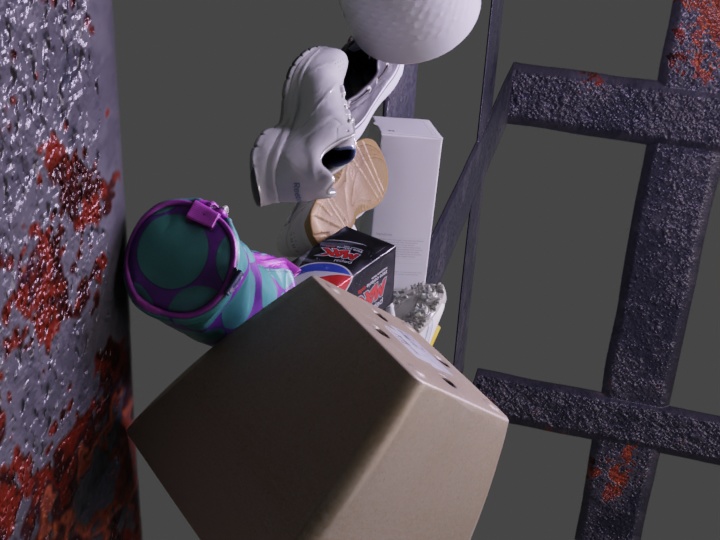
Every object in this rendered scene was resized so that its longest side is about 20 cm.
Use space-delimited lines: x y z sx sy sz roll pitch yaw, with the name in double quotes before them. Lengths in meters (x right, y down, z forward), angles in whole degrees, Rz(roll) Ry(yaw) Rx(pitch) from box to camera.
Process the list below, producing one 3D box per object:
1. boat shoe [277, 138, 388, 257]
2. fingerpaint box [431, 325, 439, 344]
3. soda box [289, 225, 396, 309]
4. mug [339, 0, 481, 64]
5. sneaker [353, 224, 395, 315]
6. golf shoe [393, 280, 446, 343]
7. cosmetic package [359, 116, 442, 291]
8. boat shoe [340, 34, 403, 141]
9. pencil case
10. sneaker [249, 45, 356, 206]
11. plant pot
"boat shoe" -0.032 -0.077 1.179 0.071 0.069 0.200 61 35 -17
"fingerpaint box" 0.016 0.157 1.398 0.168 0.073 0.200 -62 176 25
"soda box" -0.047 0.034 1.038 0.199 0.063 0.072 -36 138 -45
"mug" 0.031 -0.340 1.129 0.176 0.146 0.202 63 7 -59
"sneaker" 0.000 0.000 1.194 0.073 0.071 0.202 22 39 -39
"golf shoe" 0.041 0.103 1.251 0.201 0.078 0.098 -53 132 -29
"cosmetic package" 0.046 -0.086 1.430 0.108 0.084 0.203 -106 -159 -69
"boat shoe" -0.002 -0.219 1.214 0.067 0.069 0.201 89 23 -47
"pencil case" -0.104 0.009 0.848 0.093 0.085 0.200 -52 166 -3
"sneaker" -0.038 -0.132 1.048 0.075 0.086 0.202 81 20 -51
"plant pot" -0.013 0.125 0.820 0.199 0.200 0.178 27 101 -49
